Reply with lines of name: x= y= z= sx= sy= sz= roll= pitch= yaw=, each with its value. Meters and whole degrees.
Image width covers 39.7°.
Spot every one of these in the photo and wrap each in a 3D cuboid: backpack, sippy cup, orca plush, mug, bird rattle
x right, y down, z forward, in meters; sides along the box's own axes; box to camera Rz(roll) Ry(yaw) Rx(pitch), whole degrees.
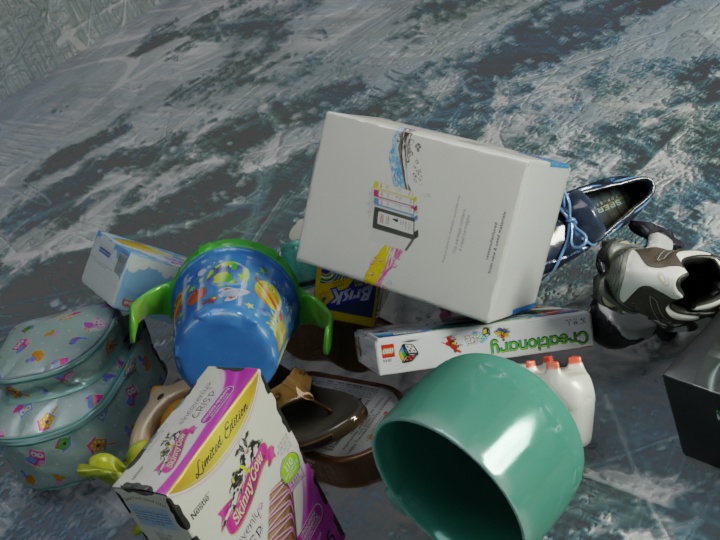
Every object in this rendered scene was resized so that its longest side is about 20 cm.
backpack: x=-0.323 y=0.139 z=1.118 sx=0.174 sy=0.154 sz=0.201 roll=-12 pitch=38 yaw=11
sippy cup: x=-0.124 y=0.055 z=0.964 sx=0.177 sy=0.140 sz=0.131 roll=-29 pitch=21 yaw=10
orca plush: x=0.251 y=0.019 z=0.973 sx=0.071 sy=0.105 sz=0.201 roll=-41 pitch=17 yaw=41
mug: x=0.091 y=0.141 z=0.809 sx=0.184 sy=0.153 sz=0.114 roll=12 pitch=42 yaw=46
bird rattle: x=-0.165 y=0.170 z=0.960 sx=0.198 sy=0.113 sz=0.164 roll=-13 pitch=48 yaw=27

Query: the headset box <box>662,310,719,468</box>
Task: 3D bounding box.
headset box: x=0.359 y=0.083 z=0.766 sx=0.200 sy=0.093 sz=0.173 roll=-40 pitch=34 yaw=-25

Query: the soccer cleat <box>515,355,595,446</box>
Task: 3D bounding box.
soccer cleat: x=0.132 y=0.118 z=0.909 sx=0.069 sy=0.078 sz=0.199 roll=-7 pitch=1 yaw=-32

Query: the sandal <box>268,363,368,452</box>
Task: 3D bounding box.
sandal: x=-0.072 y=0.120 z=0.984 sx=0.081 sy=0.055 sz=0.199 roll=-36 pitch=31 yaw=-20

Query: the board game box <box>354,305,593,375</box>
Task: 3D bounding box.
board game box: x=0.101 y=0.063 z=0.934 sx=0.198 sy=0.035 sz=0.126 roll=-7 pitch=2 yaw=-8

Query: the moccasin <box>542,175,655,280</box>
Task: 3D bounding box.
moccasin: x=0.219 y=-0.058 z=1.021 sx=0.199 sy=0.081 sz=0.068 roll=-32 pitch=-2 yaw=-27

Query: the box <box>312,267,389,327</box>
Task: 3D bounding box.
box: x=0.000 y=0.000 z=1.106 sx=0.069 sy=0.065 sz=0.200 roll=9 pitch=15 yaw=6

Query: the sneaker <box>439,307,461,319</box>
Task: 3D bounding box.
sneaker: x=0.147 y=-0.027 z=1.065 sx=0.087 sy=0.081 sz=0.202 roll=15 pitch=78 yaw=-3

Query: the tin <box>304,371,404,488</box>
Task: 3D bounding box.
tin: x=-0.033 y=0.155 z=0.994 sx=0.199 sy=0.042 sz=0.112 roll=5 pitch=45 yaw=40

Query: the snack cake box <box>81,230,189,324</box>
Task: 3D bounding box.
snack cake box: x=-0.212 y=0.021 z=1.178 sx=0.115 sy=0.199 sz=0.068 roll=23 pitch=94 yaw=53

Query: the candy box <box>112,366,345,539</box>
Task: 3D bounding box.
candy box: x=-0.097 y=0.197 z=0.806 sx=0.061 sy=0.201 sz=0.137 roll=-2 pitch=37 yaw=34

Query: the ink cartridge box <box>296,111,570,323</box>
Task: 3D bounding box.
ink cartridge box: x=0.068 y=-0.054 z=0.931 sx=0.198 sy=0.146 sz=0.147 roll=18 pitch=12 yaw=24

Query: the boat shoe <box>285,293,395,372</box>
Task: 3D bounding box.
boat shoe: x=-0.027 y=0.069 z=1.107 sx=0.064 sy=0.072 sz=0.199 roll=-2 pitch=15 yaw=-40

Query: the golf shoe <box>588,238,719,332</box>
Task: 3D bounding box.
golf shoe: x=0.289 y=0.020 z=0.863 sx=0.199 sy=0.079 sz=0.094 roll=4 pitch=5 yaw=-41

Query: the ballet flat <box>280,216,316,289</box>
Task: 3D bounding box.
ballet flat: x=-0.054 y=-0.032 z=1.209 sx=0.067 sy=0.071 sz=0.200 roll=-9 pitch=10 yaw=8
